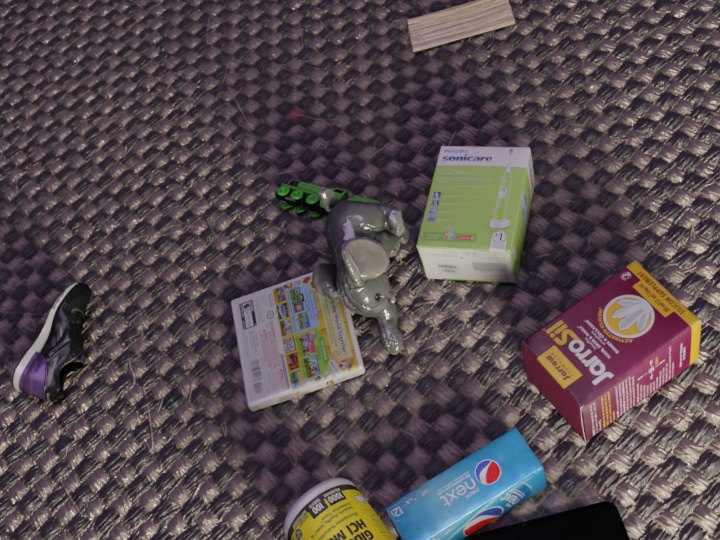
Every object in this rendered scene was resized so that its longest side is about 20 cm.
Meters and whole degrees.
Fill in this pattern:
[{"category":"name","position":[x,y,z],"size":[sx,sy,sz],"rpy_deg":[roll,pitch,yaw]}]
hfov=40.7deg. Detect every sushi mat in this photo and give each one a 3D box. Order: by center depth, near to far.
[{"category":"sushi mat","position":[0.183,-0.461,1.797],"size":[0.197,0.012,0.097],"rpy_deg":[-15,53,7]}]

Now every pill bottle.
[{"category":"pill bottle","position":[-0.002,0.364,1.194],"size":[0.112,0.113,0.200],"rpy_deg":[-36,53,-10]}]

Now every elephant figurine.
[{"category":"elephant figurine","position":[0.000,0.000,1.437],"size":[0.153,0.142,0.202],"rpy_deg":[5,52,14]}]

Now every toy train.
[{"category":"toy train","position":[-0.053,-0.113,1.603],"size":[0.198,0.042,0.057],"rpy_deg":[18,52,28]}]

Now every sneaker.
[{"category":"sneaker","position":[-0.468,0.118,1.558],"size":[0.086,0.076,0.202],"rpy_deg":[18,65,11]}]

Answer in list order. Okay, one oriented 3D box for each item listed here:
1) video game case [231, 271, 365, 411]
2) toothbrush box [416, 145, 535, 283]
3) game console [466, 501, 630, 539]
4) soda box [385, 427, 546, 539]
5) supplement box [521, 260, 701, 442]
[{"category":"video game case","position":[-0.099,0.099,1.475],"size":[0.179,0.023,0.202],"rpy_deg":[-19,51,4]},{"category":"toothbrush box","position":[0.179,-0.088,1.481],"size":[0.143,0.086,0.202],"rpy_deg":[3,57,19]},{"category":"game console","position":[0.239,0.392,1.159],"size":[0.197,0.116,0.179],"rpy_deg":[-16,82,6]},{"category":"soda box","position":[0.136,0.289,1.236],"size":[0.198,0.064,0.068],"rpy_deg":[-31,52,-5]},{"category":"supplement box","position":[0.331,0.105,1.283],"size":[0.199,0.104,0.131],"rpy_deg":[-35,53,-8]}]
